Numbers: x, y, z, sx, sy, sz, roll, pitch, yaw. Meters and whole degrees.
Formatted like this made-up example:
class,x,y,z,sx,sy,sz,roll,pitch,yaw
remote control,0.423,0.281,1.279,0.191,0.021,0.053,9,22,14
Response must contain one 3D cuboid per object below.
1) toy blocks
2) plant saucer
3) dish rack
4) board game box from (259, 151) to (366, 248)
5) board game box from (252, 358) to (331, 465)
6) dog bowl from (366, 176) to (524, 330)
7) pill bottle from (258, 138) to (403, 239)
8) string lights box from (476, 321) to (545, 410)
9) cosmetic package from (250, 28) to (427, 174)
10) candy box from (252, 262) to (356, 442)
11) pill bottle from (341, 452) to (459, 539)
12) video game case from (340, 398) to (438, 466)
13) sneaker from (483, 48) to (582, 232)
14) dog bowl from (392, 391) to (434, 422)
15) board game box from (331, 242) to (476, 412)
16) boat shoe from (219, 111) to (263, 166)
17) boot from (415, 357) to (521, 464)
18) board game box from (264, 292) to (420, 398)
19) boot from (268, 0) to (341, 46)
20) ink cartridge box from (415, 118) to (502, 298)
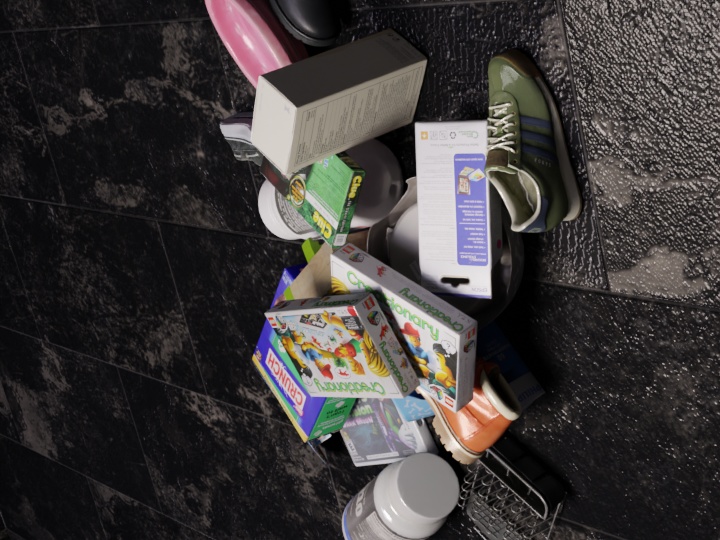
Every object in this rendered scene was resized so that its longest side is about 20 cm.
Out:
class,x,y,z,sx,sy,sz,roll,pitch,yaw
toy blocks,0.000,0.000,1.740,0.200,0.137,0.100,-47,60,57
plant saucer,-0.124,-0.293,1.734,0.201,0.051,0.201,50,168,14
dish rack,0.188,0.307,1.756,0.153,0.055,0.200,42,141,31
board game box,-0.062,-0.121,1.649,0.200,0.023,0.105,47,127,45
board game box,-0.092,0.205,2.060,0.200,0.039,0.158,55,177,5
dog bowl,0.104,-0.017,1.595,0.200,0.059,0.200,7,101,35
pill bottle,-0.044,-0.101,1.745,0.200,0.114,0.114,-11,103,56
string lights box,0.132,0.102,1.689,0.200,0.059,0.103,55,143,13
cosmetic package,-0.025,-0.199,1.574,0.073,0.200,0.104,45,141,29
candy box,-0.066,0.113,1.917,0.169,0.077,0.200,53,140,31
pill bottle,0.057,0.333,1.892,0.114,0.114,0.200,56,147,12
video game case,0.015,0.193,1.943,0.200,0.023,0.182,-18,96,56
sneaker,0.169,-0.133,1.453,0.067,0.090,0.200,-10,104,56
dog bowl,0.044,0.120,1.749,0.200,0.050,0.112,59,-177,-40
board game box,0.048,0.065,1.565,0.200,0.035,0.126,32,141,32
boat shoe,-0.124,-0.179,1.856,0.200,0.072,0.071,19,136,60
boot,0.116,0.121,1.624,0.107,0.075,0.200,-45,67,31
board game box,-0.024,0.091,1.605,0.200,0.035,0.126,-7,115,56
boot,-0.062,-0.390,1.609,0.200,0.076,0.168,64,151,11
ink cartridge box,0.112,-0.071,1.524,0.095,0.037,0.200,3,97,33
